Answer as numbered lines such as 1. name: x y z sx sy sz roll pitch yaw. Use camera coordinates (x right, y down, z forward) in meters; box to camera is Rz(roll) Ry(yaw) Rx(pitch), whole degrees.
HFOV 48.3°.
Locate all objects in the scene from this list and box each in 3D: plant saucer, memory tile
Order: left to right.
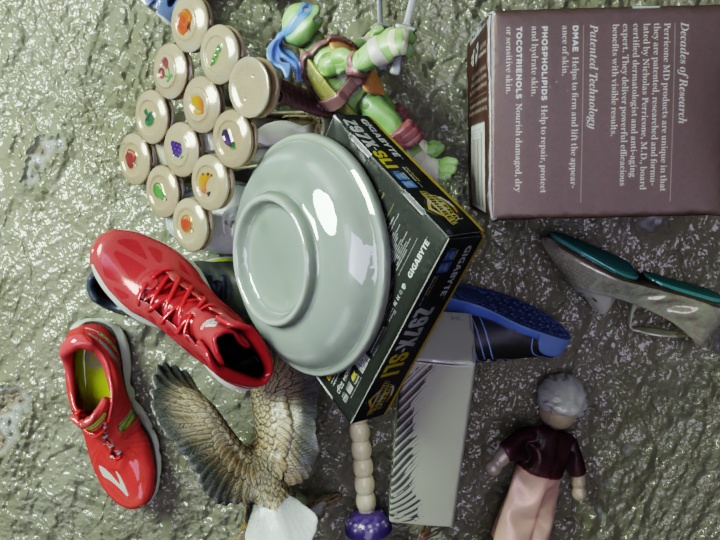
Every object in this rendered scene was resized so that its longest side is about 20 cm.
1. memory tile: -0.155 -0.132 0.735 0.153 0.017 0.202 46 122 23
2. plant saucer: -0.058 -0.011 0.666 0.049 0.197 0.206 -7 100 -42

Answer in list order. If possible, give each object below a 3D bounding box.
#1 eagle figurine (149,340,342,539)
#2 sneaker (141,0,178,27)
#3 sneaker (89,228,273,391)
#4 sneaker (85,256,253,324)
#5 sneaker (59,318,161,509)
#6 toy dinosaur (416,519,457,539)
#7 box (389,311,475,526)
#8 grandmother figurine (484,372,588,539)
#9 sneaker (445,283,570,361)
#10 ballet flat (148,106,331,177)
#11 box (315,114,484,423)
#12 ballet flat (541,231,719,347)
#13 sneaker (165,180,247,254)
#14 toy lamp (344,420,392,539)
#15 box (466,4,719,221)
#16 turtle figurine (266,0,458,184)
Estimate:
1. eagle figurine: -0.108 0.171 0.787 0.147 0.152 0.205 -6 103 23
2. sneaker: -0.206 -0.332 0.749 0.199 0.081 0.116 42 93 -11
3. sneaker: -0.148 0.029 0.698 0.198 0.115 0.079 37 75 -12
4. sneaker: -0.177 0.024 0.788 0.194 0.081 0.076 1 98 1
5. sneaker: -0.261 0.152 0.806 0.075 0.085 0.205 -15 97 4
6. toy dinosaur: 0.056 0.345 0.798 0.178 0.201 0.107 -12 116 35
7. box: 0.065 0.143 0.763 0.066 0.083 0.204 3 120 2
8. grandmother figurine: 0.180 0.202 0.818 0.119 0.060 0.205 15 96 -29
9. sneaker: 0.106 0.062 0.798 0.195 0.070 0.080 17 112 0
10. ballet flat: -0.119 -0.127 0.774 0.194 0.070 0.071 -4 98 3
11. box: 0.000 0.000 0.674 0.160 0.049 0.203 49 128 34
12. ballet flat: 0.262 0.024 0.786 0.196 0.068 0.064 21 108 -1
13. sneaker: -0.097 -0.047 0.781 0.194 0.071 0.075 4 98 1
14. toy lamp: -0.002 0.169 0.816 0.057 0.058 0.206 -3 98 2
15. box: 0.198 -0.134 0.713 0.194 0.166 0.169 -2 97 1
16. turtle figurine: 0.034 -0.184 0.718 0.201 0.143 0.195 -48 116 -22
